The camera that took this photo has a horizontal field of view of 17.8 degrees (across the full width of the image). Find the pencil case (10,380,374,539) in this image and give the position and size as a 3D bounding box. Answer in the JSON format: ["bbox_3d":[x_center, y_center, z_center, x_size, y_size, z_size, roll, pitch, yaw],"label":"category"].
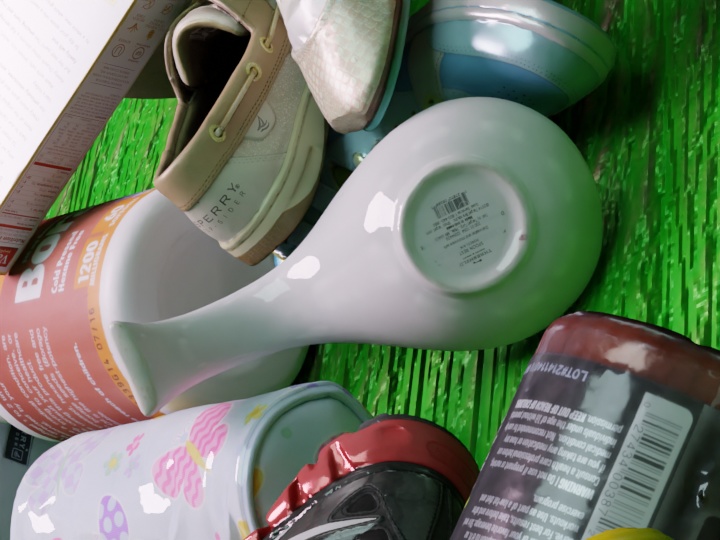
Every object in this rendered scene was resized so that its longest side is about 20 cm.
[{"bbox_3d":[-0.071,0.104,0.982,0.200,0.083,0.091,-18,53,49],"label":"pencil case"}]

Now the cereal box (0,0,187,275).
[{"bbox_3d":[-0.163,-0.118,1.068,0.144,0.039,0.200,47,111,28],"label":"cereal box"}]

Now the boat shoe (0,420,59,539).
[{"bbox_3d":[-0.193,0.114,1.188,0.065,0.073,0.201,-40,26,47],"label":"boat shoe"}]

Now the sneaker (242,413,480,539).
[{"bbox_3d":[-0.033,0.142,0.850,0.200,0.071,0.098,-43,23,19],"label":"sneaker"}]

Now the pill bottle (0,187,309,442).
[{"bbox_3d":[-0.120,0.025,1.102,0.200,0.112,0.113,-12,53,52],"label":"pill bottle"}]

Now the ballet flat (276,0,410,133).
[{"bbox_3d":[-0.012,-0.137,0.984,0.068,0.062,0.201,122,162,-44],"label":"ballet flat"}]

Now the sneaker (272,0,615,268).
[{"bbox_3d":[0.026,-0.043,0.980,0.200,0.079,0.131,-11,54,61],"label":"sneaker"}]

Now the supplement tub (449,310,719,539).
[{"bbox_3d":[0.069,0.122,0.727,0.107,0.107,0.201,8,71,59],"label":"supplement tub"}]

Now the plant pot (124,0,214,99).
[{"bbox_3d":[-0.070,-0.172,1.164,0.134,0.200,0.201,19,76,24],"label":"plant pot"}]

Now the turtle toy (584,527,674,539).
[{"bbox_3d":[0.080,0.148,0.616,0.101,0.199,0.146,-46,52,55],"label":"turtle toy"}]

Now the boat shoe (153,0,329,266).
[{"bbox_3d":[-0.050,-0.094,1.009,0.074,0.066,0.201,-43,29,33],"label":"boat shoe"}]

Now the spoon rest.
[{"bbox_3d":[0.000,0.000,0.920,0.199,0.100,0.061,-22,-2,4],"label":"spoon rest"}]
